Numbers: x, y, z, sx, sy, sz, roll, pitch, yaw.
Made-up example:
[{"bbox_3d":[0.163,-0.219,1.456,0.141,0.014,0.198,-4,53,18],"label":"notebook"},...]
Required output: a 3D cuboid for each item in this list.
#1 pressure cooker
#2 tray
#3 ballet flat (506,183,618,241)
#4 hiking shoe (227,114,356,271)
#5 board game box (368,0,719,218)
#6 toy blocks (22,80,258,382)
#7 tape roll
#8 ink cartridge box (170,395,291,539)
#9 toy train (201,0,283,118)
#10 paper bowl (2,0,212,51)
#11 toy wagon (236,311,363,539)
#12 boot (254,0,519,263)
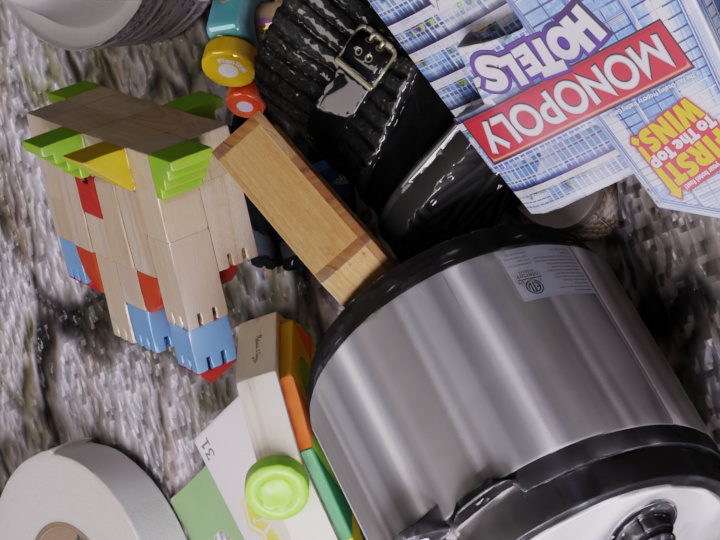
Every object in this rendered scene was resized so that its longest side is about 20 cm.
[{"bbox_3d":[0.081,0.101,1.147,0.200,0.176,0.179,61,180,32],"label":"pressure cooker"},{"bbox_3d":[0.000,0.000,1.234,0.037,0.200,0.099,-42,60,1],"label":"tray"},{"bbox_3d":[0.066,-0.075,1.243,0.200,0.046,0.067,41,98,37],"label":"ballet flat"},{"bbox_3d":[-0.076,-0.050,1.395,0.200,0.074,0.087,7,96,38],"label":"hiking shoe"},{"bbox_3d":[0.107,-0.093,1.031,0.200,0.062,0.200,-26,105,47],"label":"board game box"},{"bbox_3d":[-0.116,-0.020,1.317,0.200,0.100,0.137,21,128,55],"label":"toy blocks"},{"bbox_3d":[-0.175,0.214,1.577,0.202,0.037,0.204,18,114,47],"label":"tape roll"},{"bbox_3d":[-0.052,0.157,1.426,0.200,0.048,0.146,-44,67,41],"label":"ink cartridge box"},{"bbox_3d":[-0.050,-0.186,1.297,0.055,0.150,0.201,-7,102,25],"label":"toy train"},{"bbox_3d":[-0.171,-0.231,1.424,0.200,0.104,0.201,14,110,44],"label":"paper bowl"},{"bbox_3d":[-0.019,0.121,1.265,0.039,0.155,0.200,-19,116,9],"label":"toy wagon"},{"bbox_3d":[0.049,-0.120,1.191,0.211,0.079,0.158,-44,55,13],"label":"boot"}]
